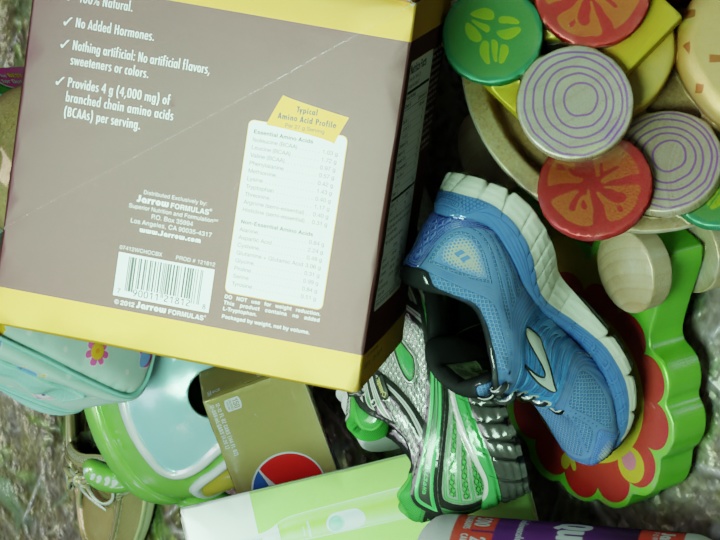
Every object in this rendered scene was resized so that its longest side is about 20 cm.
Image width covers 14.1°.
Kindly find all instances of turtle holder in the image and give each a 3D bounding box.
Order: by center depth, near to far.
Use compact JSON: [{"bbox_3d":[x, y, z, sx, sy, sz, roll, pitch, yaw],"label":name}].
[{"bbox_3d":[-0.101,0.089,1.842,0.131,0.141,0.186,-12,79,33],"label":"turtle holder"}]

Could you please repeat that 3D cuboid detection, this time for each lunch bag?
[{"bbox_3d":[-0.203,-0.005,1.726,0.077,0.200,0.161,-9,63,39],"label":"lunch bag"}]

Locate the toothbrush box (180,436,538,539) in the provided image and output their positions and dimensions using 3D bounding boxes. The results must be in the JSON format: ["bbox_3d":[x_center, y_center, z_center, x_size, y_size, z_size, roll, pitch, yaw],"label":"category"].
[{"bbox_3d":[0.009,0.184,1.681,0.086,0.199,0.146,88,168,-86],"label":"toothbrush box"}]

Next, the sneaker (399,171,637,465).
[{"bbox_3d":[0.076,0.041,1.549,0.078,0.089,0.200,17,151,49],"label":"sneaker"}]

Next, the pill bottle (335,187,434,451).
[{"bbox_3d":[0.000,0.000,1.730,0.114,0.114,0.201,-43,64,43],"label":"pill bottle"}]

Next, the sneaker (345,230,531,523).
[{"bbox_3d":[0.021,0.045,1.620,0.078,0.085,0.201,75,172,-75],"label":"sneaker"}]

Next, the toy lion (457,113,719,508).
[{"bbox_3d":[0.123,0.027,1.644,0.200,0.068,0.192,42,133,36],"label":"toy lion"}]

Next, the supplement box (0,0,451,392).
[{"bbox_3d":[-0.069,-0.064,1.498,0.196,0.133,0.201,11,101,8],"label":"supplement box"}]

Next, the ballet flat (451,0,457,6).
[{"bbox_3d":[0.066,-0.138,1.580,0.076,0.200,0.064,-50,15,41],"label":"ballet flat"}]

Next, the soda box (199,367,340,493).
[{"bbox_3d":[-0.035,0.150,1.768,0.068,0.064,0.201,-110,0,-75],"label":"soda box"}]

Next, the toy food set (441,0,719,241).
[{"bbox_3d":[0.148,-0.111,1.510,0.200,0.049,0.198,43,84,11],"label":"toy food set"}]

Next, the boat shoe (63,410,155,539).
[{"bbox_3d":[-0.180,0.103,1.986,0.073,0.063,0.202,20,110,45],"label":"boat shoe"}]

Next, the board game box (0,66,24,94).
[{"bbox_3d":[-0.187,-0.059,1.869,0.040,0.199,0.153,43,125,36],"label":"board game box"}]

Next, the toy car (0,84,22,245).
[{"bbox_3d":[-0.158,-0.065,1.629,0.157,0.200,0.165,3,119,49],"label":"toy car"}]

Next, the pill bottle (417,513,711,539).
[{"bbox_3d":[0.127,0.193,1.566,0.199,0.112,0.113,3,100,11],"label":"pill bottle"}]
